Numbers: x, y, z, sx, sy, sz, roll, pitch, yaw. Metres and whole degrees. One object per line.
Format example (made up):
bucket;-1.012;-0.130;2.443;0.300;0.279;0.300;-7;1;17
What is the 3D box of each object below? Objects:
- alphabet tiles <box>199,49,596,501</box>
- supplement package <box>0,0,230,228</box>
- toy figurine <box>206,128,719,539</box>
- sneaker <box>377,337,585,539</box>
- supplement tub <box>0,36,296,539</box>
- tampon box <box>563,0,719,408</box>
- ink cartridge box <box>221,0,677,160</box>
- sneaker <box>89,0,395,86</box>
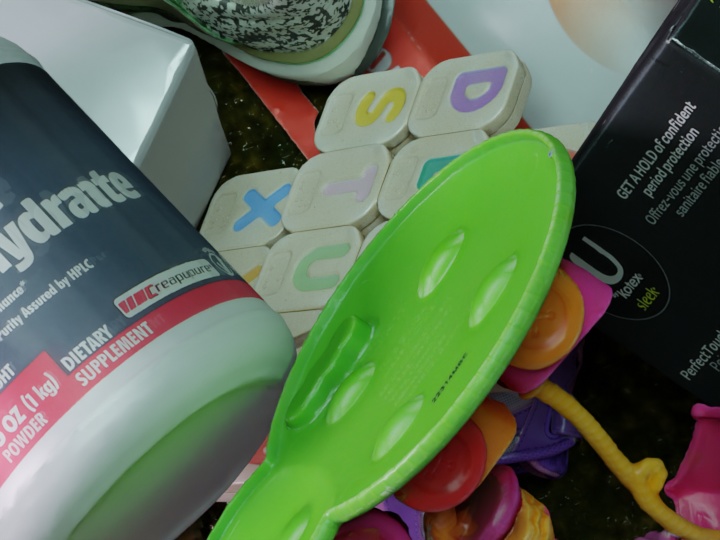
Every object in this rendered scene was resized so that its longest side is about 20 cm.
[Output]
alphabet tiles;0.000;0.000;1.167;0.195;0.015;0.200;-6;52;38
supplement package;-0.150;-0.003;1.191;0.120;0.121;0.200;21;73;12
toy figurine;0.070;0.086;0.992;0.184;0.150;0.200;36;87;-20
sneaker;0.060;0.035;1.181;0.088;0.080;0.200;39;83;11
supplement tub;-0.133;0.007;1.048;0.140;0.140;0.200;-42;74;-9
tampon box;0.182;-0.023;1.021;0.200;0.150;0.126;34;54;1
ink cartridge box;0.053;-0.115;1.248;0.200;0.050;0.162;-34;69;-9
sneaker;-0.087;-0.137;1.240;0.200;0.089;0.077;13;81;20
